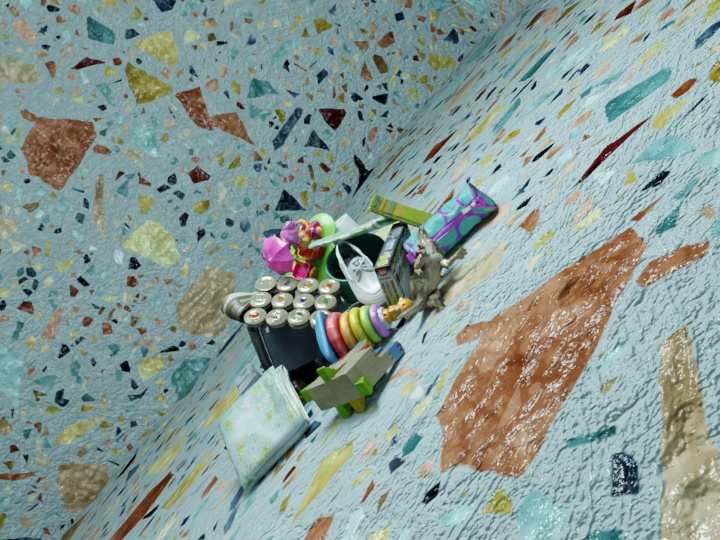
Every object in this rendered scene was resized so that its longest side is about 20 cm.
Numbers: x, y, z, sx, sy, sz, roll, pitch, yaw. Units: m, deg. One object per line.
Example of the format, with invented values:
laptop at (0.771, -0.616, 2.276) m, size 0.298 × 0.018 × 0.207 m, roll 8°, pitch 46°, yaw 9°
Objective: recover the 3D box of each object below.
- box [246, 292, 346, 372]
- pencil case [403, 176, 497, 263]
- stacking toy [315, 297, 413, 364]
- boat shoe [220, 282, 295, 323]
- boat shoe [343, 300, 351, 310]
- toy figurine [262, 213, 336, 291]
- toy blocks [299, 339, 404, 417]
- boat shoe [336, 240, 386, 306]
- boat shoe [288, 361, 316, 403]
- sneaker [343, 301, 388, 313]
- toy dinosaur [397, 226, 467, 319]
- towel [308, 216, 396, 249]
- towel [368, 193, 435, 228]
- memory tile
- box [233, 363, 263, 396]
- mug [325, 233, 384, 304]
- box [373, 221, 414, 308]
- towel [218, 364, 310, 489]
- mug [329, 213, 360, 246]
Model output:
box at (-0.141, 0.142, 1.578) m, size 0.198 × 0.126 × 0.196 m, roll -23°, pitch 2°, yaw -17°
pencil case at (0.181, -0.091, 1.407) m, size 0.200 × 0.085 × 0.092 m, roll -45°, pitch -4°, yaw 21°
stacking toy at (0.019, 0.106, 1.353) m, size 0.198 × 0.110 × 0.117 m, roll -28°, pitch 60°, yaw 18°
boat shoe at (-0.219, 0.082, 1.573) m, size 0.201 × 0.074 × 0.076 m, roll -16°, pitch -56°, yaw -44°
boat shoe at (-0.108, 0.141, 1.732) m, size 0.203 × 0.086 × 0.074 m, roll -51°, pitch 11°, yaw -13°
toy figurine at (-0.147, -0.055, 1.594) m, size 0.184 × 0.148 × 0.203 m, roll 21°, pitch -93°, yaw -64°
toy blocks at (-0.008, 0.179, 1.237) m, size 0.137 × 0.100 × 0.199 m, roll -41°, pitch 5°, yaw -37°
boat shoe at (0.000, 0.000, 1.461) m, size 0.071 × 0.069 × 0.201 m, roll -29°, pitch 38°, yaw 0°
boat shoe at (-0.148, 0.261, 1.509) m, size 0.070 × 0.070 × 0.201 m, roll -42°, pitch 12°, yaw 26°
sneaker at (0.015, 0.097, 1.486) m, size 0.200 × 0.078 × 0.080 m, roll -44°, pitch -5°, yaw -18°
toy dinosaur at (0.124, 0.016, 1.289) m, size 0.136 × 0.085 × 0.202 m, roll 133°, pitch 160°, yaw -74°
towel at (-0.002, -0.095, 1.556) m, size 0.198 × 0.024 × 0.152 m, roll -14°, pitch 8°, yaw 38°
towel at (0.116, -0.122, 1.503) m, size 0.086 × 0.197 × 0.018 m, roll -70°, pitch -2°, yaw -61°
memory tile at (-0.147, 0.067, 1.491) m, size 0.197 × 0.017 × 0.154 m, roll 1°, pitch 41°, yaw 11°
box at (-0.237, 0.292, 1.637) m, size 0.060 × 0.117 × 0.200 m, roll -49°, pitch 12°, yaw -10°
mug at (0.021, 0.007, 1.587) m, size 0.183 × 0.115 × 0.153 m, roll 2°, pitch 48°, yaw 31°
box at (0.082, -0.010, 1.443) m, size 0.034 × 0.111 × 0.201 m, roll -12°, pitch 25°, yaw 22°
towel at (-0.200, 0.313, 1.398) m, size 0.200 × 0.048 × 0.172 m, roll -47°, pitch 42°, yaw 9°
mug at (-0.040, -0.019, 1.773) m, size 0.199 × 0.175 × 0.148 m, roll -37°, pitch 12°, yaw 46°
